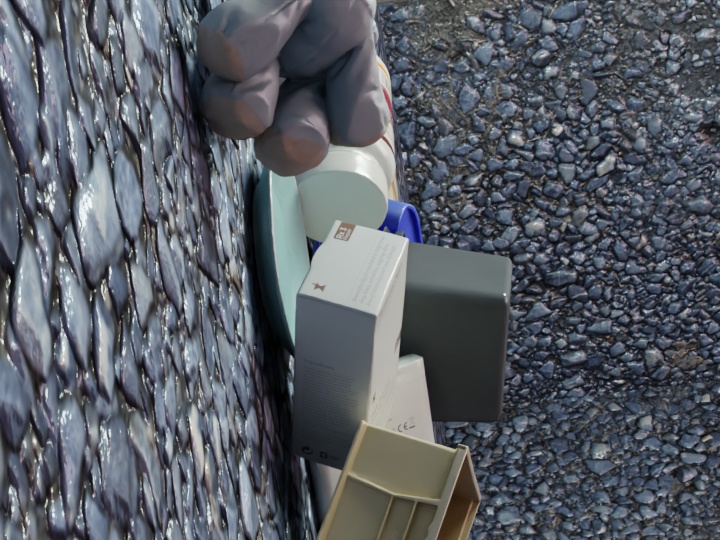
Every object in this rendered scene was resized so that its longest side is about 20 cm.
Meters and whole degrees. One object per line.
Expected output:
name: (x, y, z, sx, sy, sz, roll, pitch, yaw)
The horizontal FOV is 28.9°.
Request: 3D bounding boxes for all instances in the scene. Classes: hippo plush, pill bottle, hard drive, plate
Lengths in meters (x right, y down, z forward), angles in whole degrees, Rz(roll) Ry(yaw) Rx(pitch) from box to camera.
hippo plush: (-0.070, -0.184, 1.046, 0.161, 0.159, 0.201, 38, -52, 53)
pill bottle: (-0.023, -0.128, 1.399, 0.200, 0.114, 0.114, -91, 172, -46)
hard drive: (0.015, 0.195, 1.358, 0.027, 0.132, 0.201, 18, -59, 56)
plate: (-0.069, -0.011, 1.226, 0.200, 0.025, 0.201, -8, 90, -84)

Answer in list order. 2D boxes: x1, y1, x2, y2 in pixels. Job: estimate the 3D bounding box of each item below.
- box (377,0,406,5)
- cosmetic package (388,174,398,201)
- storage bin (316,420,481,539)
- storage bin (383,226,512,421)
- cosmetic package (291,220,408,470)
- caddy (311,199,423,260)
box: (0.010, -0.452, 1.715, 0.172, 0.199, 0.199, 74, 12, -50)
cosmetic package: (0.006, -0.062, 1.761, 0.103, 0.087, 0.200, 77, 8, -56)
storage bin: (0.023, 0.251, 1.188, 0.200, 0.093, 0.199, 70, 39, -68)
storage bin: (0.084, 0.062, 1.431, 0.146, 0.134, 0.200, -76, 169, -57)
cosmetic package: (-0.009, 0.068, 1.191, 0.200, 0.074, 0.102, 95, 14, -44)
caddy: (0.000, 0.000, 1.556, 0.200, 0.105, 0.142, 78, 30, -48)
